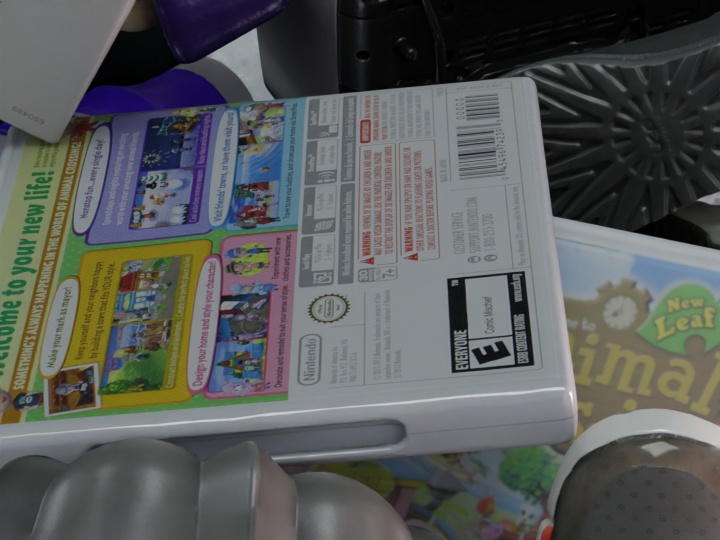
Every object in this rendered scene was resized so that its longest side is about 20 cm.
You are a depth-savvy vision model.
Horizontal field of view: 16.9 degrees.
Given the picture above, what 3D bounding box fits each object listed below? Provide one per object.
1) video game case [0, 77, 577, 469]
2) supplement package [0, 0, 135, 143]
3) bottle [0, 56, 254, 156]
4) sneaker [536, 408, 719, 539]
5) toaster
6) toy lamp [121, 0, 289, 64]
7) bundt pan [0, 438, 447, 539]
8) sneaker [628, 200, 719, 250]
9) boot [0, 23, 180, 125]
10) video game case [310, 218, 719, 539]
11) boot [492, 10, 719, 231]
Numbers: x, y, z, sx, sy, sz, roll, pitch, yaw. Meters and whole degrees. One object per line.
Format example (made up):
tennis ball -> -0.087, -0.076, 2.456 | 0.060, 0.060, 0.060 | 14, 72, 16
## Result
video game case -> -0.031, -0.001, 0.742 | 0.182, 0.022, 0.200 | -5, 30, 3
supplement package -> -0.111, -0.162, 0.841 | 0.117, 0.117, 0.200 | 26, 37, -8
bottle -> -0.121, -0.021, 0.937 | 0.083, 0.065, 0.200 | 29, 47, 29
sneaker -> 0.083, 0.139, 0.647 | 0.077, 0.201, 0.082 | 0, 14, 8
toaster -> 0.049, -0.124, 0.985 | 0.200, 0.181, 0.119 | -16, 38, -20
toy lamp -> -0.127, -0.092, 0.945 | 0.200, 0.058, 0.058 | -17, 41, 5
bundt pan -> -0.049, 0.119, 0.667 | 0.201, 0.202, 0.076 | 3, 45, 0
sneaker -> 0.177, 0.000, 0.843 | 0.088, 0.077, 0.200 | -17, 16, -30
boot -> -0.163, -0.135, 0.991 | 0.200, 0.168, 0.077 | -5, 40, -10
video game case -> 0.078, 0.077, 0.761 | 0.200, 0.022, 0.182 | 12, 74, 24
boot -> 0.140, -0.081, 0.913 | 0.164, 0.066, 0.200 | -9, 17, 28
